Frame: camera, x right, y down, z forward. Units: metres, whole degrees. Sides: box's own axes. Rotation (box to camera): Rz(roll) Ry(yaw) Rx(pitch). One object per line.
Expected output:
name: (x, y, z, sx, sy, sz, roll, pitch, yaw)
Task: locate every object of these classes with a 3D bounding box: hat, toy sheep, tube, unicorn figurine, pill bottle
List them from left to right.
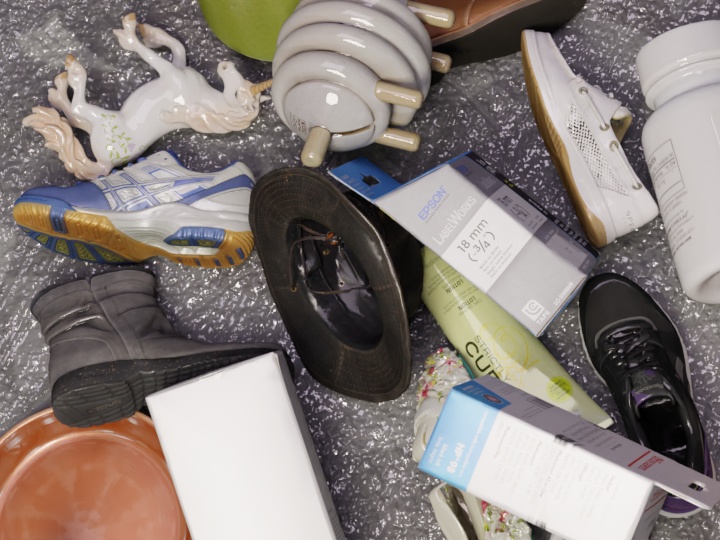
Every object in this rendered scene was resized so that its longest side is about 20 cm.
unicorn figurine: (-0.170, -0.145, 1.827, 0.200, 0.074, 0.137, -39, 79, 10)
toy sheep: (-0.005, -0.157, 1.713, 0.138, 0.138, 0.200, 11, 48, 13)
hat: (0.000, 0.000, 1.709, 0.081, 0.201, 0.201, -28, 66, -33)
tube: (0.110, 0.062, 1.716, 0.200, 0.052, 0.058, 55, 131, 18)
pill bottle: (0.280, -0.086, 1.702, 0.114, 0.114, 0.200, -14, 70, 4)

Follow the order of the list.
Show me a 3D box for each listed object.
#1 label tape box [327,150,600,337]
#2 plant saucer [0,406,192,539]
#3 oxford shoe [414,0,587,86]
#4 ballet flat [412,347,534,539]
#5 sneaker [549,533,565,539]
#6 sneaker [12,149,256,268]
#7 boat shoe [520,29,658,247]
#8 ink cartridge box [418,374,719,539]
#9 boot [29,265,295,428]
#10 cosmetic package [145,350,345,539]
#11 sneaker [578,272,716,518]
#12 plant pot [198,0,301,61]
label tape box: (0.084, -0.043, 1.676, 0.200, 0.144, 0.063, 39, 102, 3)
plant saucer: (-0.217, 0.203, 1.729, 0.200, 0.032, 0.201, -3, 70, 9)
oxford shoe: (0.088, -0.208, 1.802, 0.200, 0.071, 0.071, -20, 65, 4)
ballet flat: (0.077, 0.151, 1.672, 0.064, 0.076, 0.200, -9, 65, -29)
sneaker: (0.162, 0.233, 1.627, 0.074, 0.087, 0.200, 16, 73, 16)
sneaker: (-0.181, -0.055, 1.797, 0.200, 0.075, 0.088, 6, 65, 2)
boat shoe: (0.183, -0.112, 1.749, 0.069, 0.071, 0.200, -19, 64, -1)
ink cartridge box: (0.154, 0.148, 1.567, 0.200, 0.116, 0.067, 25, 99, 15)
boot: (-0.159, 0.048, 1.752, 0.200, 0.070, 0.132, -4, 48, -13)
cosmetic package: (-0.079, 0.170, 1.657, 0.107, 0.085, 0.200, -17, 88, 3)
sneaker: (0.221, 0.083, 1.667, 0.076, 0.088, 0.200, -21, 69, 2)
plant pot: (-0.076, -0.302, 1.772, 0.187, 0.200, 0.187, -8, 60, 14)
